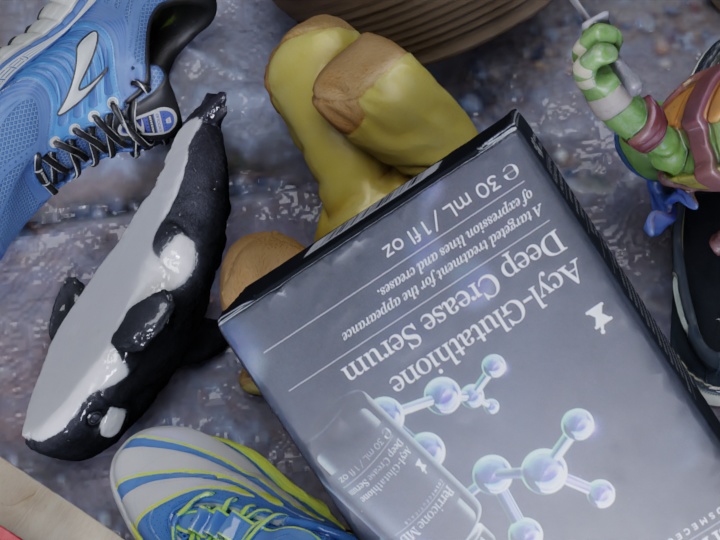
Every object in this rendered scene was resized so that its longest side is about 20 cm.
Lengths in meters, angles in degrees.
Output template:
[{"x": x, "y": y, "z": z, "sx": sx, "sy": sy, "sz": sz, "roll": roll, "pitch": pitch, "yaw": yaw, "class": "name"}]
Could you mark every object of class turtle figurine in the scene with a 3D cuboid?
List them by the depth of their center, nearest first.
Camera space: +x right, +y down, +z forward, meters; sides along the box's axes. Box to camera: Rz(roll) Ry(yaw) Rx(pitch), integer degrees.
[{"x": 0.171, "y": -0.112, "z": 0.977, "sx": 0.143, "sy": 0.193, "sz": 0.202, "roll": 10, "pitch": 85, "yaw": -35, "class": "turtle figurine"}]

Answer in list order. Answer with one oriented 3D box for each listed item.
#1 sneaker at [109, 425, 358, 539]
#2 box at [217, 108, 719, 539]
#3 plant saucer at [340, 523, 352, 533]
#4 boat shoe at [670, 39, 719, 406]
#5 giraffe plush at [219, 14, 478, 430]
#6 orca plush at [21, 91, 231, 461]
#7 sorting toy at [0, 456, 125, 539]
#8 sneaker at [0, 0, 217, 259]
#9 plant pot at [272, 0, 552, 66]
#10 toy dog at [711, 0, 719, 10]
[{"x": -0.038, "y": 0.121, "z": 0.977, "sx": 0.199, "sy": 0.105, "sz": 0.076, "roll": 35, "pitch": 68, "yaw": 21, "class": "sneaker"}, {"x": 0.058, "y": 0.057, "z": 0.923, "sx": 0.148, "sy": 0.107, "sz": 0.201, "roll": -33, "pitch": 94, "yaw": 8, "class": "box"}, {"x": -0.013, "y": 0.218, "z": 1.011, "sx": 0.198, "sy": 0.032, "sz": 0.202, "roll": -1, "pitch": 68, "yaw": 2, "class": "plant saucer"}, {"x": 0.185, "y": -0.035, "z": 1.089, "sx": 0.074, "sy": 0.062, "sz": 0.201, "roll": 9, "pitch": 68, "yaw": 9, "class": "boat shoe"}, {"x": 0.000, "y": 0.000, "z": 1.044, "sx": 0.200, "sy": 0.173, "sz": 0.162, "roll": 41, "pitch": 85, "yaw": -1, "class": "giraffe plush"}, {"x": -0.097, "y": 0.014, "z": 1.098, "sx": 0.105, "sy": 0.071, "sz": 0.201, "roll": -19, "pitch": 45, "yaw": 44, "class": "orca plush"}, {"x": -0.238, "y": 0.159, "z": 1.025, "sx": 0.198, "sy": 0.070, "sz": 0.201, "roll": 31, "pitch": 73, "yaw": 14, "class": "sorting toy"}, {"x": -0.141, "y": -0.085, "z": 1.117, "sx": 0.089, "sy": 0.079, "sz": 0.201, "roll": 26, "pitch": 71, "yaw": 15, "class": "sneaker"}, {"x": 0.039, "y": -0.164, "z": 1.108, "sx": 0.200, "sy": 0.201, "sz": 0.093, "roll": -28, "pitch": 105, "yaw": -9, "class": "plant pot"}, {"x": 0.178, "y": -0.213, "z": 1.145, "sx": 0.199, "sy": 0.096, "sz": 0.133, "roll": 19, "pitch": 69, "yaw": 10, "class": "toy dog"}]
